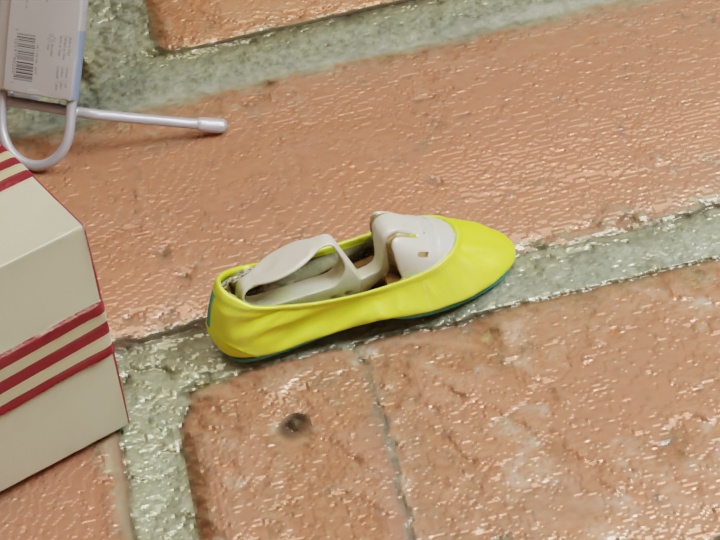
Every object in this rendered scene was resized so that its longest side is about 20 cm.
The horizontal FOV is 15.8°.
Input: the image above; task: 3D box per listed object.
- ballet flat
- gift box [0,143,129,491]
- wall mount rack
[{"bbox_3d":[0.000,0.000,1.587,0.199,0.067,0.067,-17,41,-8],"label":"ballet flat"},{"bbox_3d":[-0.257,0.036,1.513,0.186,0.185,0.200,-27,38,-21],"label":"gift box"},{"bbox_3d":[-0.175,-0.165,1.757,0.173,0.201,0.075,11,11,25],"label":"wall mount rack"}]
